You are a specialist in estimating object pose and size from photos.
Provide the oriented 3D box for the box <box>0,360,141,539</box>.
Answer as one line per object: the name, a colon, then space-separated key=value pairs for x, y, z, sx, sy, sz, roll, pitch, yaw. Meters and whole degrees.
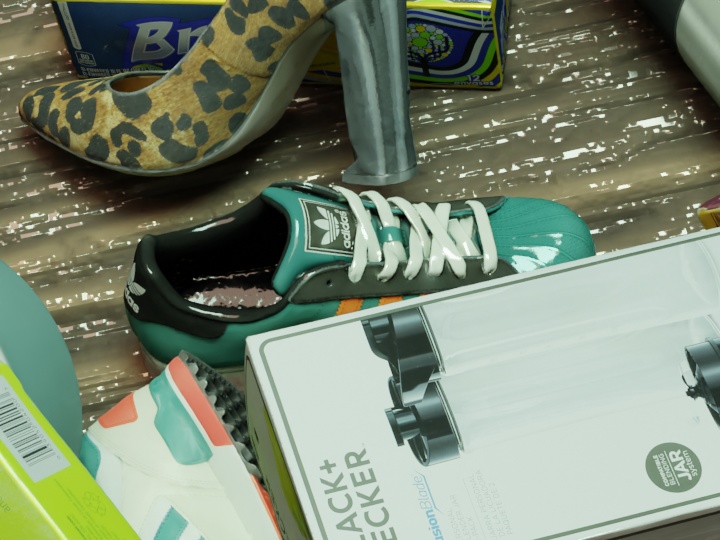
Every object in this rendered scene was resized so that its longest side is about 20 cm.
box: x=-0.169 y=0.141 z=1.079 sx=0.200 sy=0.048 sz=0.122 roll=-42 pitch=82 yaw=25

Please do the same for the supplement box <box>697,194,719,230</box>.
supplement box: x=0.222 y=0.040 z=1.082 sx=0.086 sy=0.110 sz=0.200 roll=-30 pitch=93 yaw=-10

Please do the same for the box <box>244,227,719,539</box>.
box: x=0.069 y=0.062 z=1.001 sx=0.200 sy=0.060 sz=0.117 roll=-12 pitch=54 yaw=-9

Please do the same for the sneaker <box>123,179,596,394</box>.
sneaker: x=0.000 y=0.000 z=1.206 sx=0.200 sy=0.080 sz=0.071 roll=-13 pitch=55 yaw=0

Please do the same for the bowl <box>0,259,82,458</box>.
bowl: x=-0.191 y=0.059 z=1.154 sx=0.201 sy=0.201 sz=0.105 roll=20 pitch=20 yaw=19

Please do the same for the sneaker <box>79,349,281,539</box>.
sneaker: x=-0.059 y=0.133 z=1.153 sx=0.093 sy=0.070 sz=0.200 roll=-33 pitch=61 yaw=10

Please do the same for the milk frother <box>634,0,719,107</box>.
milk frother: x=0.164 y=-0.129 z=1.186 sx=0.200 sy=0.181 sz=0.188 roll=-9 pitch=51 yaw=-36

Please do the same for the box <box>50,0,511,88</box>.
box: x=-0.034 y=-0.129 z=1.302 sx=0.200 sy=0.064 sz=0.070 roll=2 pitch=59 yaw=10

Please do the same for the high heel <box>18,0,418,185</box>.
high heel: x=-0.067 y=-0.114 z=1.244 sx=0.200 sy=0.143 sz=0.071 roll=5 pitch=21 yaw=26
